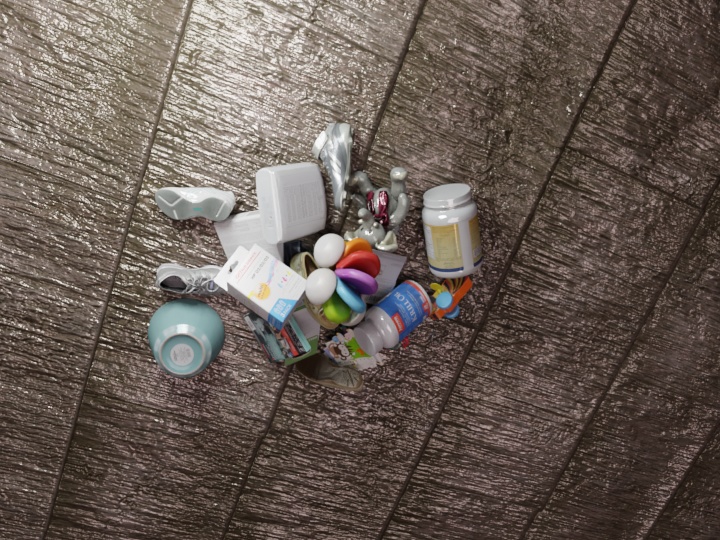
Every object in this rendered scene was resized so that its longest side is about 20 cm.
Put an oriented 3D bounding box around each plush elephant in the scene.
[{"bbox_3d":[0.036,-0.127,1.438,0.160,0.156,0.204,7,134,30],"label":"plush elephant"}]

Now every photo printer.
[{"bbox_3d":[-0.152,-0.162,1.391,0.068,0.198,0.173,2,105,34],"label":"photo printer"}]

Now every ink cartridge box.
[{"bbox_3d":[-0.159,0.145,1.532,0.101,0.060,0.204,-20,140,-29],"label":"ink cartridge box"},{"bbox_3d":[-0.251,-0.041,1.447,0.156,0.050,0.205,-6,118,27],"label":"ink cartridge box"},{"bbox_3d":[0.000,0.000,1.520,0.193,0.044,0.177,12,127,-15],"label":"ink cartridge box"},{"bbox_3d":[-0.228,0.026,1.366,0.197,0.068,0.117,34,66,2],"label":"ink cartridge box"}]

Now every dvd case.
[{"bbox_3d":[-0.211,0.152,1.484,0.022,0.198,0.149,-34,95,-39],"label":"dvd case"}]

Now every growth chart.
[{"bbox_3d":[-0.032,0.225,1.592,0.197,0.018,0.145,-27,114,39],"label":"growth chart"}]

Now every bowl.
[{"bbox_3d":[-0.443,0.185,1.504,0.193,0.105,0.208,-4,110,-10],"label":"bowl"}]

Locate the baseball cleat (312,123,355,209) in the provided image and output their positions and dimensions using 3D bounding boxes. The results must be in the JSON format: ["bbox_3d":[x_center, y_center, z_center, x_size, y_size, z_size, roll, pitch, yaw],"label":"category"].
[{"bbox_3d":[-0.065,-0.246,1.413,0.102,0.070,0.208,4,80,8],"label":"baseball cleat"}]

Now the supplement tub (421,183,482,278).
[{"bbox_3d":[0.229,-0.100,1.501,0.139,0.145,0.206,-13,113,-5],"label":"supplement tub"}]

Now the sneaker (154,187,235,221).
[{"bbox_3d":[-0.387,-0.161,1.407,0.193,0.081,0.073,8,119,7],"label":"sneaker"}]

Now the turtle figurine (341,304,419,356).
[{"bbox_3d":[0.055,0.164,1.596,0.194,0.101,0.154,-17,107,5],"label":"turtle figurine"}]

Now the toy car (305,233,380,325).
[{"bbox_3d":[-0.022,0.019,1.361,0.146,0.206,0.174,-10,145,37],"label":"toy car"}]

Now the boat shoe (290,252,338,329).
[{"bbox_3d":[-0.103,0.051,1.432,0.073,0.062,0.204,-37,103,-27],"label":"boat shoe"}]

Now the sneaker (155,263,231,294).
[{"bbox_3d":[-0.405,0.035,1.459,0.192,0.083,0.077,2,115,-5],"label":"sneaker"}]

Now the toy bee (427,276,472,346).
[{"bbox_3d":[0.207,0.083,1.596,0.199,0.107,0.134,-40,132,-27],"label":"toy bee"}]

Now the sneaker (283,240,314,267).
[{"bbox_3d":[-0.167,0.024,1.509,0.141,0.077,0.209,-9,111,-4],"label":"sneaker"}]

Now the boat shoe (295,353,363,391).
[{"bbox_3d":[-0.084,0.280,1.605,0.194,0.074,0.066,14,154,16],"label":"boat shoe"}]

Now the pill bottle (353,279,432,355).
[{"bbox_3d":[0.080,0.123,1.502,0.198,0.111,0.115,-37,117,-27],"label":"pill bottle"}]
